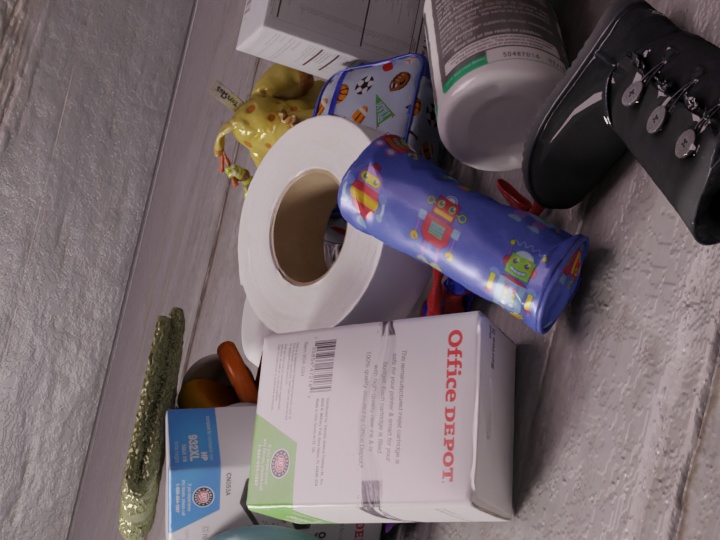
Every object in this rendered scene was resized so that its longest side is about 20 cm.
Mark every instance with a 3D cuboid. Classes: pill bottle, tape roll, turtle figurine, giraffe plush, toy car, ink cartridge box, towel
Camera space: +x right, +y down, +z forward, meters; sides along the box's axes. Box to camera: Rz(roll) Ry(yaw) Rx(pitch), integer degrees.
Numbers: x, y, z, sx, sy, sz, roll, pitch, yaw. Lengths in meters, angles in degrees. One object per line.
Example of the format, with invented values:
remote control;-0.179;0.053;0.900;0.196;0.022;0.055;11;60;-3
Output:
pill bottle;0.111;-0.192;0.850;0.113;0.112;0.202;126;150;-46
tape roll;-0.025;-0.034;0.924;0.201;0.070;0.205;-10;76;44
turtle figurine;-0.126;-0.076;1.436;0.162;0.064;0.201;55;172;45
giraffe plush;-0.079;-0.180;1.325;0.162;0.199;0.174;31;105;39
toy car;-0.086;0.144;1.069;0.151;0.199;0.175;-53;29;5
ink cartridge box;-0.080;0.205;0.941;0.084;0.197;0.147;-112;24;-58
towel;-0.204;0.152;1.006;0.149;0.036;0.202;112;166;-56
ink cartridge box;0.018;0.121;0.806;0.198;0.084;0.147;-8;65;29

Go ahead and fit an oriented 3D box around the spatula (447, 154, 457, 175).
spatula;0.083;-0.100;0.948;0.057;0.020;0.202;113;171;-49

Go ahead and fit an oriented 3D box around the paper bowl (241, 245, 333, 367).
paper bowl;-0.076;0.048;1.215;0.200;0.103;0.203;-167;90;-71

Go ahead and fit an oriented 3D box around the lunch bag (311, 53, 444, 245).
lunch bag;0.005;-0.121;1.045;0.159;0.076;0.202;-2;60;36

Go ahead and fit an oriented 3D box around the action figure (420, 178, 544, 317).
action figure;0.090;0.000;0.860;0.052;0.065;0.201;44;129;19

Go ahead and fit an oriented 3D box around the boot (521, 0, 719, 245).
boot;0.187;-0.073;0.658;0.201;0.065;0.166;-117;42;-54

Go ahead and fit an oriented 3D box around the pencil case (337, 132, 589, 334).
pencil case;0.077;-0.031;0.764;0.199;0.087;0.079;32;102;26

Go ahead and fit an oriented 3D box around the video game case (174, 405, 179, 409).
video game case;-0.117;0.231;1.077;0.019;0.199;0.143;-50;23;4

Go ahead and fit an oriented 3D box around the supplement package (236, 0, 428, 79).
supplement package;-0.022;-0.279;1.134;0.109;0.198;0.115;176;108;-68

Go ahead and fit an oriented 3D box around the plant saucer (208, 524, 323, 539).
plant saucer;-0.070;0.315;0.898;0.202;0.198;0.027;-65;-1;29

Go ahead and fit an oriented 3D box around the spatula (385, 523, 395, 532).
spatula;0.038;0.145;0.963;0.057;0.020;0.202;123;153;-50

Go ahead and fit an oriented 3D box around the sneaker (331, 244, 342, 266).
sneaker;0.000;0.000;1.090;0.077;0.078;0.202;-35;35;61
